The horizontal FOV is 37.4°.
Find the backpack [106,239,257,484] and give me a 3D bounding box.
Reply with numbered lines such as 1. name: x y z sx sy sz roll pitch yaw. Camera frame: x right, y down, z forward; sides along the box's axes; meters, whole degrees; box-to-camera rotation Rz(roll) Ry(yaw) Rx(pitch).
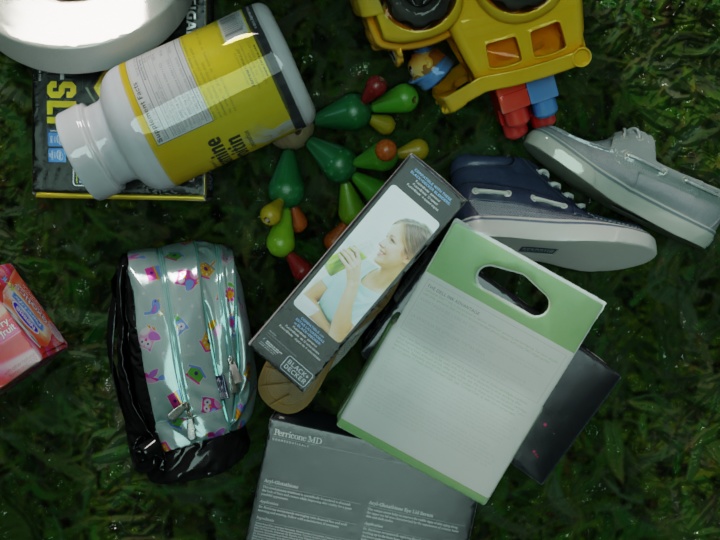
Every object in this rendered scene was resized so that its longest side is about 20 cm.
1. backpack: -0.157 0.075 0.946 0.126 0.167 0.201 -8 91 -17

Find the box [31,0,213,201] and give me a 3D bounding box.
1. box: -0.216 -0.165 0.973 0.159 0.049 0.201 2 94 1

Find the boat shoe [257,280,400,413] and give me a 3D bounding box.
1. boat shoe: -0.025 0.037 0.976 0.071 0.069 0.200 37 98 1

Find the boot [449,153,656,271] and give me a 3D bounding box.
1. boot: 0.177 -0.056 0.975 0.199 0.073 0.091 6 66 -19

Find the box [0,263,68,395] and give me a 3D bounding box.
1. box: -0.382 0.090 0.962 0.200 0.095 0.100 -34 93 2

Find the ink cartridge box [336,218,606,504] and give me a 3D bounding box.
1. ink cartridge box: 0.089 0.074 0.882 0.145 0.048 0.200 29 99 -2

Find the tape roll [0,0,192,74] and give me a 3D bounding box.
1. tape roll: -0.243 -0.262 0.924 0.202 0.037 0.203 0 64 0

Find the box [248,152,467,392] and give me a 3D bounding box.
1. box: 0.000 0.000 0.881 0.060 0.117 0.200 41 94 1

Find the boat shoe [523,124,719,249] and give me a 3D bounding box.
1. boat shoe: 0.246 -0.092 0.975 0.200 0.070 0.072 27 91 -9

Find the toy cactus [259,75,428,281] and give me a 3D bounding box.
1. toy cactus: -0.041 -0.107 0.964 0.165 0.102 0.200 40 101 7

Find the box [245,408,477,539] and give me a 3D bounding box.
1. box: 0.002 0.216 0.985 0.199 0.079 0.142 12 97 -1

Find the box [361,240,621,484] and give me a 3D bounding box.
1. box: 0.112 0.078 0.963 0.200 0.106 0.122 35 94 -3

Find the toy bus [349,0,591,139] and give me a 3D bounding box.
1. toy bus: 0.103 -0.202 0.945 0.199 0.136 0.193 -15 110 1

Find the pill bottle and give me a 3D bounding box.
1. pill bottle: -0.147 -0.136 0.896 0.200 0.112 0.112 -24 94 1
